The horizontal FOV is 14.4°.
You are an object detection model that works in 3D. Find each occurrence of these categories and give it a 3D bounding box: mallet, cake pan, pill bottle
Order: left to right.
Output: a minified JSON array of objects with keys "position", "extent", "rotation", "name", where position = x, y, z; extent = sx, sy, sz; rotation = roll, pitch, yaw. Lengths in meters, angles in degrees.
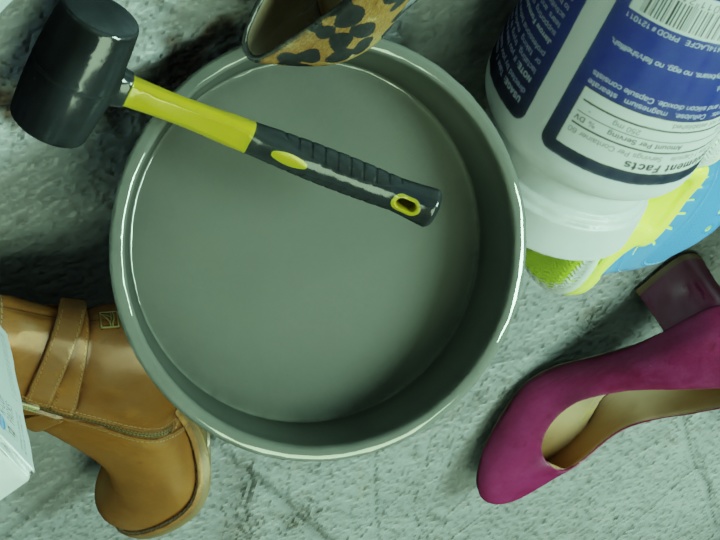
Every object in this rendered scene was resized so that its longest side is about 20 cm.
[{"position":[-0.053,-0.070,1.265],"extent":[0.199,0.041,0.066],"rotation":[14,120,-13],"name":"mallet"},{"position":[-0.022,-0.013,1.327],"extent":[0.199,0.037,0.201],"rotation":[-1,95,-15],"name":"cake pan"},{"position":[0.127,-0.106,1.345],"extent":[0.115,0.116,0.200],"rotation":[-2,137,-34],"name":"pill bottle"}]

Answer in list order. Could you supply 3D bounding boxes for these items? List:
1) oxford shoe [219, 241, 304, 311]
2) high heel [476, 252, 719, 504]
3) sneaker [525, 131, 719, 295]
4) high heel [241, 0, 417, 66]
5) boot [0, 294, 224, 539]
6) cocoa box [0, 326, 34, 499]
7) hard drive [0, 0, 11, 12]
[{"position":[0.000,0.000,1.419],"extent":[0.199,0.075,0.071],"rotation":[-1,136,-34],"name":"oxford shoe"},{"position":[0.147,0.087,1.612],"extent":[0.067,0.096,0.200],"rotation":[13,126,-44],"name":"high heel"},{"position":[0.165,-0.068,1.469],"extent":[0.105,0.076,0.200],"rotation":[-6,147,-48],"name":"sneaker"},{"position":[0.005,-0.164,1.215],"extent":[0.142,0.071,0.200],"rotation":[-33,154,-13],"name":"high heel"},{"position":[-0.141,0.066,1.415],"extent":[0.154,0.074,0.200],"rotation":[7,144,-24],"name":"boot"},{"position":[-0.264,0.071,1.238],"extent":[0.200,0.133,0.131],"rotation":[-35,119,7],"name":"cocoa box"},{"position":[-0.234,-0.127,1.138],"extent":[0.132,0.027,0.200],"rotation":[-42,144,16],"name":"hard drive"}]
